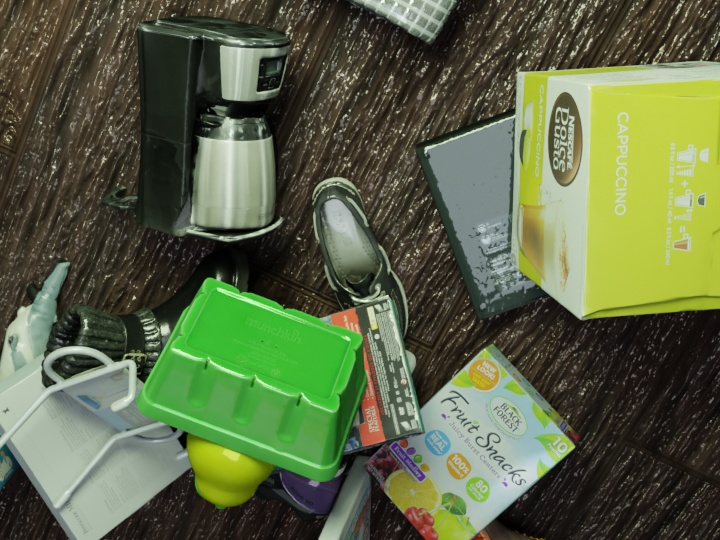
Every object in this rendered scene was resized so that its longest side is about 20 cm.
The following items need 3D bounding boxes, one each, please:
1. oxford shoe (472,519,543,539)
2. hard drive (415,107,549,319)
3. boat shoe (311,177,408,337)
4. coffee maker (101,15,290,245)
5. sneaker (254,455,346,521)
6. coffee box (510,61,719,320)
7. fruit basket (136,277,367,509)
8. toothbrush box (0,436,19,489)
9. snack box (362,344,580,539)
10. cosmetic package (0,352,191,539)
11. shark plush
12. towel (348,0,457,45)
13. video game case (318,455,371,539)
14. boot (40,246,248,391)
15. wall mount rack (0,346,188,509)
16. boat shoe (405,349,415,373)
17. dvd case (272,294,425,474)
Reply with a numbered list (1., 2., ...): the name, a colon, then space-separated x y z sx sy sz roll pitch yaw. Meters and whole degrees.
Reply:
1. oxford shoe: 0.181 0.332 1.126 0.073 0.071 0.200 -38 98 -19
2. hard drive: 0.156 -0.062 0.994 0.139 0.033 0.200 -19 108 9
3. boat shoe: 0.000 0.000 1.008 0.074 0.060 0.200 -15 108 6
4. coffee maker: -0.167 -0.143 0.928 0.192 0.135 0.200 5 109 2
5. sneaker: -0.114 0.207 1.043 0.200 0.076 0.088 25 110 29
6. coffee box: 0.263 -0.082 0.871 0.200 0.198 0.200 -4 105 -7
7. fruit basket: -0.106 0.131 0.923 0.215 0.156 0.216 12 139 11
8. toothbrush box: -0.495 0.163 1.076 0.146 0.085 0.200 -16 108 9
9. snack box: 0.120 0.201 1.054 0.200 0.053 0.142 -46 79 16
10. cosmetic package: -0.298 0.179 1.045 0.151 0.052 0.200 -37 111 -31
11. shark plush: -0.358 0.084 1.074 0.083 0.091 0.200 11 89 -21
12. towel: 0.018 -0.326 0.880 0.200 0.086 0.166 26 108 -6
13. video game case: -0.019 0.333 1.054 0.024 0.200 0.182 6 110 11
14. boot: -0.222 0.052 0.988 0.158 0.079 0.211 23 101 -33
15. wall mount rack: -0.269 0.163 0.956 0.174 0.075 0.200 -20 139 13
16. boat shoe: -0.008 0.159 1.061 0.065 0.074 0.200 11 133 -38
17. dvd case: -0.045 0.123 0.983 0.200 0.022 0.146 -17 71 11
